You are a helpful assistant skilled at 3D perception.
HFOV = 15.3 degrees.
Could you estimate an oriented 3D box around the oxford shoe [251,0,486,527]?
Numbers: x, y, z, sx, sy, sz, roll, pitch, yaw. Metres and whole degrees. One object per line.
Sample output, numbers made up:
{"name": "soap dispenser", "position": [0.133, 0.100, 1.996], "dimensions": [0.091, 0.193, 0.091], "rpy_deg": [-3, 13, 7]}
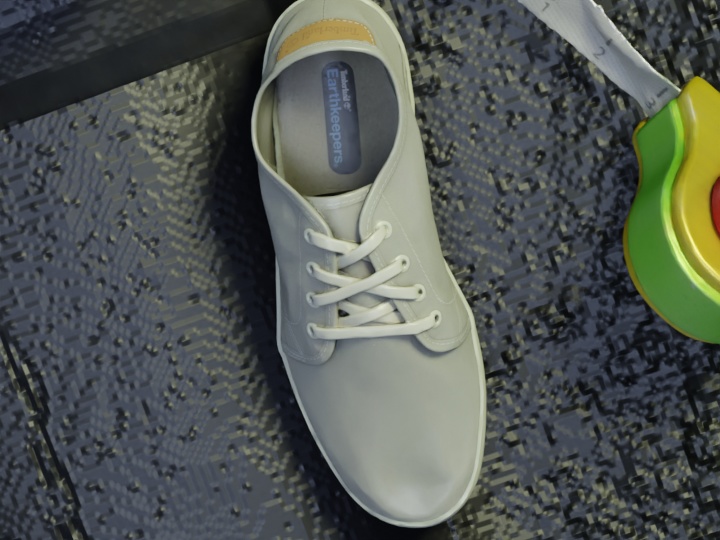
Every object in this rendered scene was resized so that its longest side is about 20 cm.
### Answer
{"name": "oxford shoe", "position": [0.000, 0.000, 0.966], "dimensions": [0.075, 0.058, 0.201], "rpy_deg": [-9, 101, 6]}

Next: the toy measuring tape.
{"name": "toy measuring tape", "position": [0.100, -0.035, 0.936], "dimensions": [0.200, 0.074, 0.074], "rpy_deg": [42, 103, -4]}
